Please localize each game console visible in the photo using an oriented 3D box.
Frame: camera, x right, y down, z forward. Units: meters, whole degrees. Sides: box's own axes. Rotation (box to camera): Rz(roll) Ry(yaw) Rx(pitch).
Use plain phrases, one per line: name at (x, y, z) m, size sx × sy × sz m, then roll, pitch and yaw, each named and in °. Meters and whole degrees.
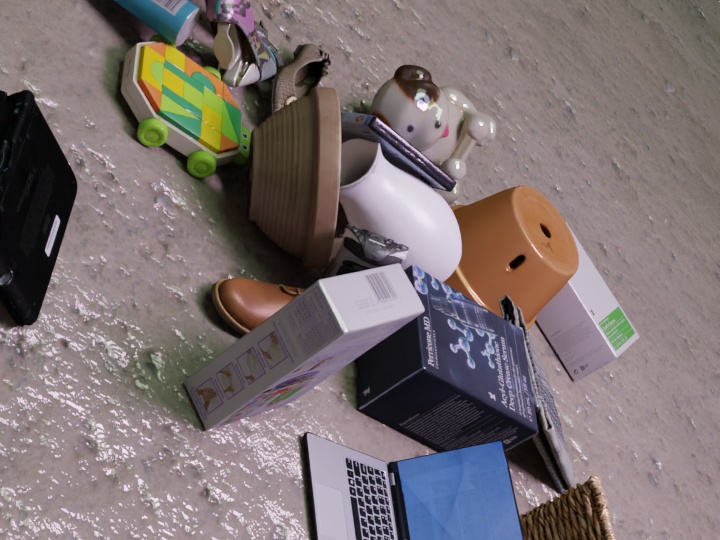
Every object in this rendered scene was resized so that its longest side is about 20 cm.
game console at (-0.352, -0.068, 1.177) m, size 0.201 × 0.115 × 0.177 m, roll -85°, pitch 161°, yaw -46°

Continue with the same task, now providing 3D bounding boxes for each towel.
towel at (0.228, 0.156, 1.676) m, size 0.200 × 0.034 × 0.194 m, roll 58°, pitch 20°, yaw -49°

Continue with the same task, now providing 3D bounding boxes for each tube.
tube at (-0.272, -0.329, 1.480) m, size 0.199 × 0.051 × 0.077 m, roll 36°, pitch 27°, yaw 2°

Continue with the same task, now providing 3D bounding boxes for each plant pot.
plant pot at (-0.078, -0.104, 1.472) m, size 0.092 × 0.202 × 0.202 m, roll 2°, pitch 49°, yaw -7°
plant pot at (0.197, -0.020, 1.767) m, size 0.199 × 0.140 × 0.201 m, roll 35°, pitch 36°, yaw -30°

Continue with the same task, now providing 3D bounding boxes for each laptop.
laptop at (0.057, 0.251, 1.344) m, size 0.199 × 0.116 × 0.189 m, roll 27°, pitch 41°, yaw -38°

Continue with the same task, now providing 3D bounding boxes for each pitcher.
pitcher at (0.028, -0.079, 1.615) m, size 0.200 × 0.121 × 0.172 m, roll 48°, pitch 2°, yaw -32°

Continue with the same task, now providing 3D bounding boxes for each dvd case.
dvd case at (0.018, -0.152, 1.636) m, size 0.142 × 0.018 × 0.200 m, roll 37°, pitch -8°, yaw -29°

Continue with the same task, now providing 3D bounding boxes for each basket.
basket at (0.273, 0.360, 1.506) m, size 0.142 × 0.149 × 0.201 m, roll 25°, pitch 42°, yaw -40°

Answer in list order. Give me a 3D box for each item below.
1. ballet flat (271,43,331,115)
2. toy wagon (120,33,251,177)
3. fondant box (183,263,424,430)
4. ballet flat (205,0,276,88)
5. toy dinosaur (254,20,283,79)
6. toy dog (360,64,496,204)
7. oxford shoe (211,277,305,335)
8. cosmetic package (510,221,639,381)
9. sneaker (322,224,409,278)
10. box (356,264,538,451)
ballet flat at (-0.074, -0.233, 1.665) m, size 0.201 × 0.046 × 0.068 m, roll -70°, pitch 161°, yaw -57°
toy wagon at (-0.182, -0.176, 1.489) m, size 0.199 × 0.039 × 0.156 m, roll 32°, pitch 38°, yaw -33°
fondant box at (-0.055, 0.073, 1.275) m, size 0.144 × 0.200 × 0.059 m, roll -12°, pitch 68°, yaw -56°
ballet flat at (-0.147, -0.260, 1.552) m, size 0.200 × 0.068 × 0.072 m, roll 73°, pitch 30°, yaw -66°
toy dinosaur at (-0.160, -0.317, 1.626) m, size 0.200 × 0.047 × 0.088 m, roll 39°, pitch 12°, yaw -45°
toy dog at (0.079, -0.197, 1.728) m, size 0.194 × 0.140 × 0.200 m, roll 41°, pitch 3°, yaw 14°
oxford shoe at (-0.073, 0.038, 1.411) m, size 0.199 × 0.071 × 0.072 m, roll 16°, pitch 50°, yaw -44°
cosmetic package at (0.301, 0.044, 1.902) m, size 0.201 × 0.085 × 0.107 m, roll 58°, pitch 34°, yaw 2°
sneaker at (0.000, 0.000, 1.450) m, size 0.073 × 0.200 × 0.080 m, roll 21°, pitch 80°, yaw -6°
box at (0.097, 0.113, 1.535) m, size 0.199 × 0.107 × 0.149 m, roll 29°, pitch 40°, yaw -34°
